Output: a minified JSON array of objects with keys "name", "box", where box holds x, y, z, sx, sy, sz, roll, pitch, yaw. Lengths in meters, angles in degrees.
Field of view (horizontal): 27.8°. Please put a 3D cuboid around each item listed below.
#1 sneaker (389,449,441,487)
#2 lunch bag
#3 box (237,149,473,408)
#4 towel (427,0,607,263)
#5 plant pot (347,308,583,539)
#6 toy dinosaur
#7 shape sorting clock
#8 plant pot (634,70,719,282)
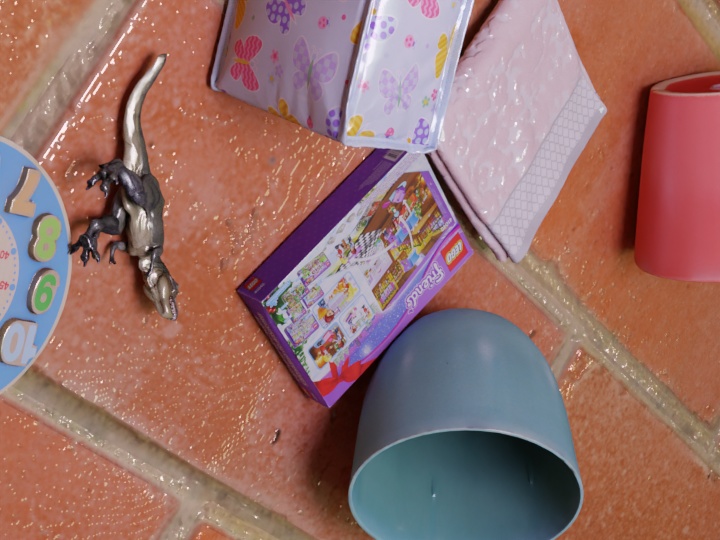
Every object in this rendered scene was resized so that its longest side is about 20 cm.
[{"name":"sneaker","box":[0.089,0.220,1.391,0.199,0.077,0.079,23,93,-42]},{"name":"lunch bag","box":[-0.012,-0.206,1.069,0.126,0.169,0.202,4,107,-44]},{"name":"box","box":[0.000,0.000,1.250,0.200,0.039,0.137,-46,130,-19]},{"name":"towel","box":[0.142,-0.138,1.309,0.201,0.032,0.191,-57,134,-22]},{"name":"plant pot","box":[0.090,0.134,1.274,0.201,0.199,0.162,54,27,-40]},{"name":"toy dinosaur","box":[-0.171,-0.052,1.071,0.088,0.047,0.202,-33,128,-56]},{"name":"shape sorting clock","box":[-0.277,0.004,0.992,0.199,0.039,0.202,-23,122,-42]},{"name":"plant pot","box":[0.364,-0.100,1.444,0.199,0.199,0.180,-18,109,-36]}]
